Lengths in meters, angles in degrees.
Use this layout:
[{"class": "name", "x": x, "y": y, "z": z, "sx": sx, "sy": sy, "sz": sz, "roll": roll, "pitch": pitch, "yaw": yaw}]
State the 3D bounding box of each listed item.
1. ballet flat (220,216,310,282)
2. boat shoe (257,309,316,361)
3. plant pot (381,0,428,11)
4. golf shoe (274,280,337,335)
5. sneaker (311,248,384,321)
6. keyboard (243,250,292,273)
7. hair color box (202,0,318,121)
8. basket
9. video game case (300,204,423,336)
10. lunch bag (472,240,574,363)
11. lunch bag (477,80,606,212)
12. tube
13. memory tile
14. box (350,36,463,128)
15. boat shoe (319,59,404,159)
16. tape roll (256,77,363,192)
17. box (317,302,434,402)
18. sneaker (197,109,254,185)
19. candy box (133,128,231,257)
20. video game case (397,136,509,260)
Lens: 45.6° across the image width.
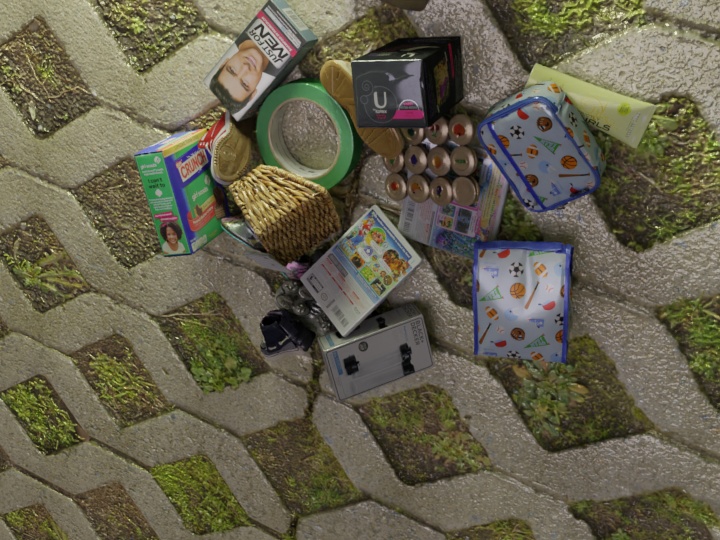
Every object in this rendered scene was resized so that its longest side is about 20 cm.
[{"class": "ballet flat", "x": -0.178, "y": -0.058, "z": 1.670, "sx": 0.199, "sy": 0.069, "sz": 0.072, "roll": 38, "pitch": 110, "yaw": -1}, {"class": "boat shoe", "x": -0.169, "y": 0.122, "z": 1.699, "sx": 0.093, "sy": 0.075, "sz": 0.199, "roll": 41, "pitch": 151, "yaw": -19}, {"class": "plant pot", "x": 0.032, "y": -0.520, "z": 1.288, "sx": 0.199, "sy": 0.177, "sz": 0.201, "roll": 37, "pitch": 123, "yaw": 6}, {"class": "golf shoe", "x": -0.082, "y": 0.090, "z": 1.694, "sx": 0.199, "sy": 0.079, "sz": 0.097, "roll": 35, "pitch": 159, "yaw": -9}, {"class": "sneaker", "x": -0.015, "y": 0.036, "z": 1.630, "sx": 0.090, "sy": 0.066, "sz": 0.202, "roll": -31, "pitch": 92, "yaw": 8}, {"class": "keyboard", "x": -0.174, "y": -0.015, "z": 1.589, "sx": 0.056, "sy": 0.200, "sz": 0.011, "roll": 40, "pitch": 80, "yaw": -17}, {"class": "hair color box", "x": -0.178, "y": -0.371, "z": 1.512, "sx": 0.099, "sy": 0.061, "sz": 0.200, "roll": 47, "pitch": 116, "yaw": -1}, {"class": "basket", "x": -0.136, "y": -0.120, "z": 1.547, "sx": 0.148, "sy": 0.200, "sz": 0.144, "roll": -33, "pitch": 71, "yaw": -2}, {"class": "video game case", "x": 0.000, "y": 0.000, "z": 1.559, "sx": 0.200, "sy": 0.018, "sz": 0.144, "roll": -44, "pitch": 68, "yaw": 10}, {"class": "lunch bag", "x": 0.276, "y": 0.039, "z": 1.452, "sx": 0.167, "sy": 0.124, "sz": 0.203, "roll": 2, "pitch": 123, "yaw": 16}, {"class": "lunch bag", "x": 0.285, "y": -0.187, "z": 1.354, "sx": 0.159, "sy": 0.076, "sz": 0.201, "roll": -20, "pitch": 116, "yaw": 40}, {"class": "tube", "x": 0.353, "y": -0.261, "z": 1.330, "sx": 0.197, "sy": 0.058, "sz": 0.053, "roll": 26, "pitch": 83, "yaw": 8}, {"class": "memory tile", "x": 0.114, "y": -0.188, "z": 1.456, "sx": 0.198, "sy": 0.017, "sz": 0.156, "roll": 8, "pitch": 111, "yaw": 40}, {"class": "box", "x": 0.079, "y": -0.299, "z": 1.352, "sx": 0.120, "sy": 0.200, "sz": 0.108, "roll": 4, "pitch": 114, "yaw": 24}, {"class": "boat shoe", "x": 0.016, "y": -0.282, "z": 1.463, "sx": 0.201, "sy": 0.069, "sz": 0.074, "roll": 53, "pitch": 129, "yaw": 4}, {"class": "tape roll", "x": -0.093, "y": -0.243, "z": 1.551, "sx": 0.197, "sy": 0.048, "sz": 0.204, "roll": 10, "pitch": 116, "yaw": 21}, {"class": "box", "x": 0.030, "y": 0.151, "z": 1.595, "sx": 0.197, "sy": 0.060, "sz": 0.119, "roll": -18, "pitch": 114, "yaw": -9}, {"class": "sneaker", "x": -0.254, "y": -0.211, "z": 1.569, "sx": 0.071, "sy": 0.202, "sz": 0.112, "roll": 31, "pitch": 134, "yaw": -26}, {"class": "candy box", "x": -0.334, "y": -0.151, "z": 1.635, "sx": 0.076, "sy": 0.169, "sz": 0.203, "roll": -6, "pitch": 110, "yaw": 23}, {"class": "video game case", "x": 0.164, "y": -0.128, "z": 1.496, "sx": 0.179, "sy": 0.024, "sz": 0.203, "roll": 19, "pitch": 118, "yaw": 17}]
